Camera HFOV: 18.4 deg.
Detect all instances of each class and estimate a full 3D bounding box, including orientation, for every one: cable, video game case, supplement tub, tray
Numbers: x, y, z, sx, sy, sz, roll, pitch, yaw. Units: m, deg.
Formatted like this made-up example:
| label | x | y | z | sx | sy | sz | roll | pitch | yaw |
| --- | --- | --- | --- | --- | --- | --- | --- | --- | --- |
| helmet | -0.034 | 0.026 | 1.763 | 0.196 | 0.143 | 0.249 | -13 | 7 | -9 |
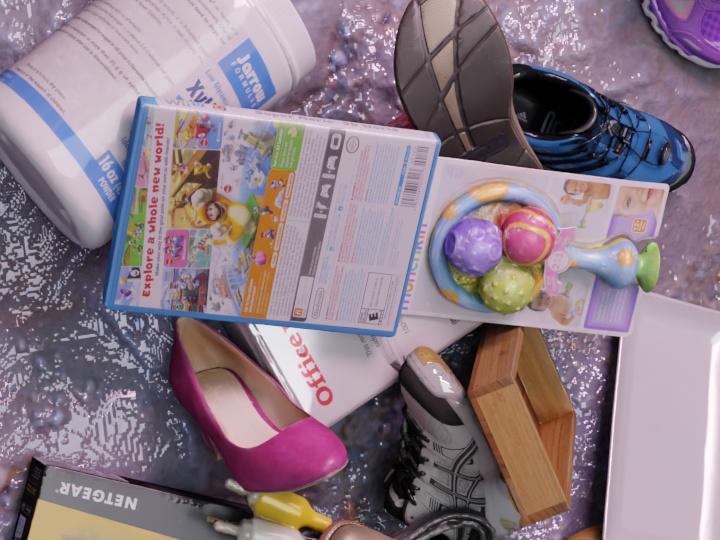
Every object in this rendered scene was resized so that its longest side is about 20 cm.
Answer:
| label | x | y | z | sx | sy | sz | roll | pitch | yaw |
| --- | --- | --- | --- | --- | --- | --- | --- | --- | --- |
| cable | -0.005 | 0.198 | 1.510 | 0.198 | 0.050 | 0.098 | 8 | 92 | -8 |
| video game case | -0.058 | -0.032 | 1.439 | 0.198 | 0.018 | 0.144 | 6 | 114 | -17 |
| supplement tub | -0.143 | -0.122 | 1.473 | 0.200 | 0.132 | 0.132 | -40 | 104 | -12 |
| tray | 0.113 | 0.093 | 1.540 | 0.037 | 0.200 | 0.099 | -22 | 100 | 11 |
| tray | 0.228 | 0.119 | 1.644 | 0.107 | 0.022 | 0.202 | 15 | 69 | -19 |

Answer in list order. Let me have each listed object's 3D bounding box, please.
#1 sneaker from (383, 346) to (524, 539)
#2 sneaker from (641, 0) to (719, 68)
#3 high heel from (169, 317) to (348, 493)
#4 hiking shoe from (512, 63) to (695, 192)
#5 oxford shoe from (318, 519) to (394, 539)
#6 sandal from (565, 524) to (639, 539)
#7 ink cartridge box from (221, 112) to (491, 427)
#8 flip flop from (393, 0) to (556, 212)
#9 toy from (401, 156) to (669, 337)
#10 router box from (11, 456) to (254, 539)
| label | x | y | z | sx | sy | sz | roll | pitch | yaw |
| --- | --- | --- | --- | --- | --- | --- | --- | --- | --- |
| sneaker | 0.053 | 0.138 | 1.547 | 0.087 | 0.076 | 0.201 | -28 | 134 | -5 |
| sneaker | 0.244 | -0.242 | 1.626 | 0.080 | 0.088 | 0.201 | -27 | 102 | -17 |
| high heel | -0.071 | 0.085 | 1.471 | 0.067 | 0.200 | 0.097 | -23 | 106 | -17 |
| hiking shoe | 0.160 | -0.096 | 1.603 | 0.199 | 0.087 | 0.075 | 15 | 87 | -19 |
| oxford shoe | 0.057 | 0.232 | 1.472 | 0.200 | 0.075 | 0.071 | 41 | 61 | -13 |
| sandal | 0.188 | 0.215 | 1.636 | 0.198 | 0.080 | 0.054 | 3 | 75 | -22 |
| ink cartridge box | 0.000 | 0.000 | 1.552 | 0.199 | 0.084 | 0.145 | -33 | 102 | -17 |
| flip flop | 0.076 | -0.103 | 1.506 | 0.081 | 0.058 | 0.201 | -26 | 117 | 1 |
| toy | 0.111 | -0.009 | 1.500 | 0.198 | 0.047 | 0.116 | 5 | 112 | -20 |
| router box | -0.147 | 0.227 | 1.528 | 0.199 | 0.052 | 0.159 | 14 | 88 | -19 |
